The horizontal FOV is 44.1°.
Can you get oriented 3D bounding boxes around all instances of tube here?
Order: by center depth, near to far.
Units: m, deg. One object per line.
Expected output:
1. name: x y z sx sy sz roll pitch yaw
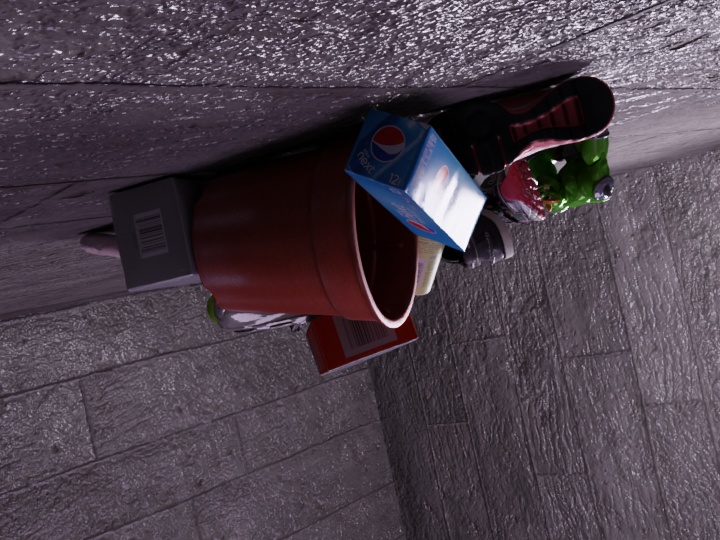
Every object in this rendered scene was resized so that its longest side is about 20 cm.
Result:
1. tube: 0.083 -0.069 1.028 0.051 0.203 0.058 29 -147 25

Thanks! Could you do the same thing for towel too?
1. towel: -0.251 -0.028 1.229 0.196 0.033 0.190 5 -177 25

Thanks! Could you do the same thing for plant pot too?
1. plant pot: -0.059 -0.037 0.933 0.191 0.206 0.200 -5 -178 22

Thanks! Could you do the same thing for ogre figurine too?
1. ogre figurine: 0.261 -0.138 1.105 0.097 0.123 0.199 -13 178 -35

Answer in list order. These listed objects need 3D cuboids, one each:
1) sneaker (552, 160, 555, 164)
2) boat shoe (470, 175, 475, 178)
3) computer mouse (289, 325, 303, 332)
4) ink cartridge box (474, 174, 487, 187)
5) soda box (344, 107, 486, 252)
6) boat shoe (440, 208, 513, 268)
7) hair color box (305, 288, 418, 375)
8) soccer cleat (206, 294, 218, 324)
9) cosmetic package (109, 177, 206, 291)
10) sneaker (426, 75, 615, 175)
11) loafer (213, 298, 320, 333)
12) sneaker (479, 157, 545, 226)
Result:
1. sneaker: 0.211 -0.145 1.327 0.116 0.075 0.201 -20 170 -6
2. boat shoe: 0.114 -0.131 1.058 0.196 0.069 0.072 -14 179 10
3. computer mouse: -0.092 -0.014 1.270 0.033 0.205 0.058 4 178 -32
4. ink cartridge box: 0.064 -0.117 1.206 0.197 0.069 0.115 -14 179 34
5. soda box: 0.059 -0.083 0.865 0.067 0.065 0.200 21 174 26
6. boat shoe: 0.118 -0.044 1.106 0.067 0.073 0.200 -27 -163 -10
7. hair color box: -0.004 0.078 1.064 0.109 0.065 0.200 -19 175 -7
8. soccer cleat: -0.111 0.026 1.201 0.195 0.069 0.081 -11 -162 -6
9. cosmetic package: -0.189 -0.041 1.002 0.088 0.109 0.200 -13 177 13
10. sneaker: 0.160 -0.143 0.918 0.196 0.075 0.087 -12 -177 6
11. loafer: -0.076 0.034 1.058 0.195 0.071 0.071 -5 134 -11
12. sneaker: 0.179 -0.087 1.079 0.073 0.082 0.200 -20 178 9
